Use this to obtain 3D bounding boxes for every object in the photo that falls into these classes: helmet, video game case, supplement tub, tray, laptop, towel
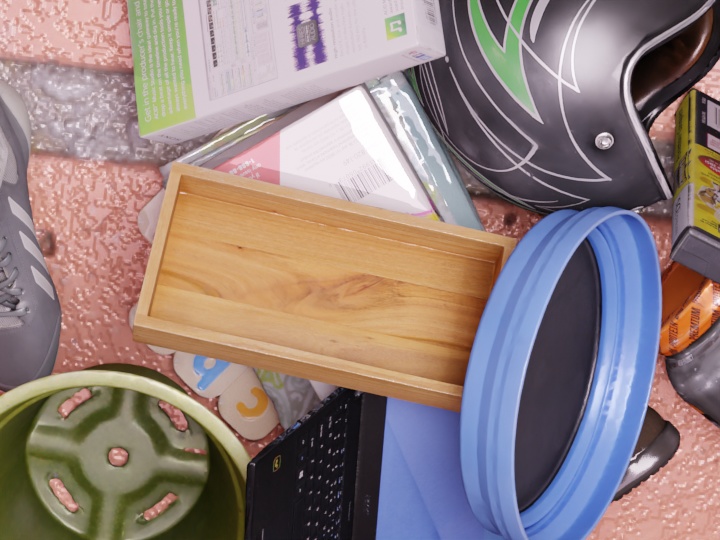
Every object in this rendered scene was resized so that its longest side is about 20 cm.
[{"bbox_3d":[0.121,-0.132,1.244,0.200,0.200,0.191,34,90,-8],"label":"helmet"},{"bbox_3d":[0.278,-0.017,1.279,0.199,0.181,0.026,27,122,-7],"label":"video game case"},{"bbox_3d":[0.277,0.064,1.321,0.200,0.123,0.123,39,97,-8],"label":"supplement tub"},{"bbox_3d":[-0.020,0.011,1.193,0.199,0.037,0.099,13,70,-3],"label":"tray"},{"bbox_3d":[0.021,0.159,1.221,0.103,0.200,0.178,15,115,24],"label":"laptop"},{"bbox_3d":[-0.010,-0.014,1.320,0.171,0.048,0.201,-26,100,4],"label":"towel"}]

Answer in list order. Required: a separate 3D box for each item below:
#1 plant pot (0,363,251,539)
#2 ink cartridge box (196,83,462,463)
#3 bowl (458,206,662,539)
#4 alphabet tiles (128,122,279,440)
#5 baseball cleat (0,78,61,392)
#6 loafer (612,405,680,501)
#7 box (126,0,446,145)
[{"bbox_3d":[-0.151,0.135,1.282,0.199,0.190,0.201,0,101,-2],"label":"plant pot"},{"bbox_3d":[0.000,0.000,1.264,0.116,0.068,0.200,-29,100,4],"label":"ink cartridge box"},{"bbox_3d":[0.114,0.060,1.198,0.039,0.200,0.201,13,102,27],"label":"bowl"},{"bbox_3d":[-0.041,0.003,1.350,0.200,0.015,0.196,44,94,-9],"label":"alphabet tiles"},{"bbox_3d":[-0.232,-0.016,1.292,0.069,0.106,0.201,-7,96,13],"label":"baseball cleat"},{"bbox_3d":[0.107,0.140,1.361,0.200,0.073,0.071,-36,91,-1],"label":"loafer"},{"bbox_3d":[-0.050,-0.167,1.235,0.199,0.036,0.145,-14,75,29],"label":"box"}]
